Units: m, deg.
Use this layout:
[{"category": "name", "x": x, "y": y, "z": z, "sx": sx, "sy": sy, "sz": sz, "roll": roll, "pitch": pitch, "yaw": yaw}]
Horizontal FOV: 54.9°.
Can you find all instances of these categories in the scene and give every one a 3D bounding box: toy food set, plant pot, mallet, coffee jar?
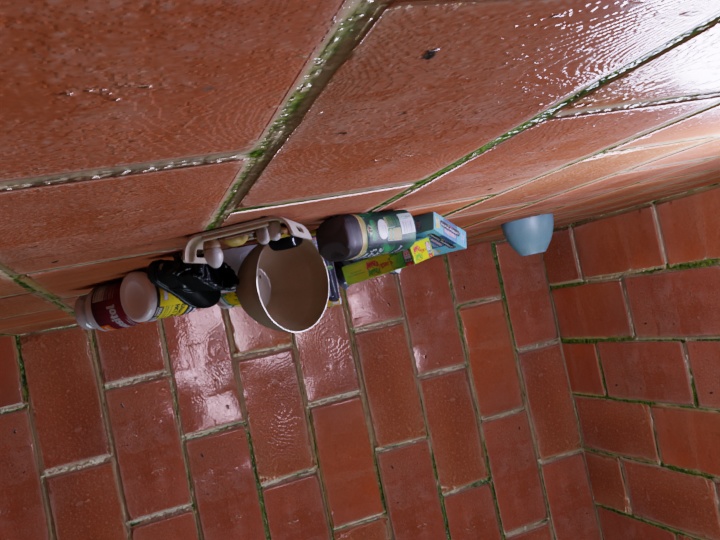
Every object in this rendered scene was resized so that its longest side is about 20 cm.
[{"category": "toy food set", "x": -0.193, "y": -0.044, "z": 1.207, "sx": 0.197, "sy": 0.061, "sz": 0.143, "roll": -12, "pitch": 178, "yaw": 9}, {"category": "plant pot", "x": 0.648, "y": -0.130, "z": 2.653, "sx": 0.197, "sy": 0.137, "sz": 0.200, "roll": -11, "pitch": 177, "yaw": -1}, {"category": "plant pot", "x": -0.179, "y": 0.030, "z": 1.420, "sx": 0.133, "sy": 0.203, "sz": 0.199, "roll": -9, "pitch": 180, "yaw": 41}, {"category": "mallet", "x": -0.090, "y": -0.075, "z": 1.369, "sx": 0.065, "sy": 0.042, "sz": 0.199, "roll": -9, "pitch": -175, "yaw": 45}, {"category": "coffee jar", "x": 0.011, "y": -0.069, "z": 1.365, "sx": 0.198, "sy": 0.087, "sz": 0.104, "roll": -9, "pitch": 177, "yaw": -44}]

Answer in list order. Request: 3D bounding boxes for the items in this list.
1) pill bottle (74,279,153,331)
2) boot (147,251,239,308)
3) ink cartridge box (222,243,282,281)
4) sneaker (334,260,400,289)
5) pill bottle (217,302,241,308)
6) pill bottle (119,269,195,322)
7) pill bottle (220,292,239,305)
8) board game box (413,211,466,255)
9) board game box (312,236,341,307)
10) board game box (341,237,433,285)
[{"category": "pill bottle", "x": -0.584, "y": 0.084, "z": 1.674, "sx": 0.198, "sy": 0.115, "sz": 0.113, "roll": -13, "pitch": 178, "yaw": 19}, {"category": "boot", "x": -0.309, "y": 0.021, "z": 1.383, "sx": 0.161, "sy": 0.074, "sz": 0.198, "roll": -5, "pitch": 156, "yaw": 35}, {"category": "ink cartridge box", "x": -0.259, "y": -0.004, "z": 1.582, "sx": 0.142, "sy": 0.085, "sz": 0.200, "roll": -11, "pitch": 176, "yaw": -17}, {"category": "sneaker", "x": 0.000, "y": 0.000, "z": 1.794, "sx": 0.198, "sy": 0.115, "sz": 0.076, "roll": 19, "pitch": -174, "yaw": -3}, {"category": "pill bottle", "x": -0.341, "y": 0.046, "z": 2.073, "sx": 0.111, "sy": 0.114, "sz": 0.199, "roll": -13, "pitch": 178, "yaw": 38}, {"category": "pill bottle", "x": -0.441, "y": 0.050, "z": 1.599, "sx": 0.111, "sy": 0.114, "sz": 0.199, "roll": -13, "pitch": 178, "yaw": 34}, {"category": "pill bottle", "x": -0.272, "y": 0.022, "z": 1.795, "sx": 0.198, "sy": 0.114, "sz": 0.113, "roll": -12, "pitch": 178, "yaw": 22}, {"category": "board game box", "x": 0.139, "y": -0.078, "z": 1.716, "sx": 0.198, "sy": 0.048, "sz": 0.150, "roll": -14, "pitch": 156, "yaw": 36}, {"category": "board game box", "x": -0.087, "y": 0.005, "z": 1.658, "sx": 0.056, "sy": 0.168, "sz": 0.200, "roll": -13, "pitch": 178, "yaw": -2}, {"category": "board game box", "x": 0.064, "y": -0.021, "z": 1.653, "sx": 0.198, "sy": 0.048, "sz": 0.101, "roll": -19, "pitch": -179, "yaw": 34}]
